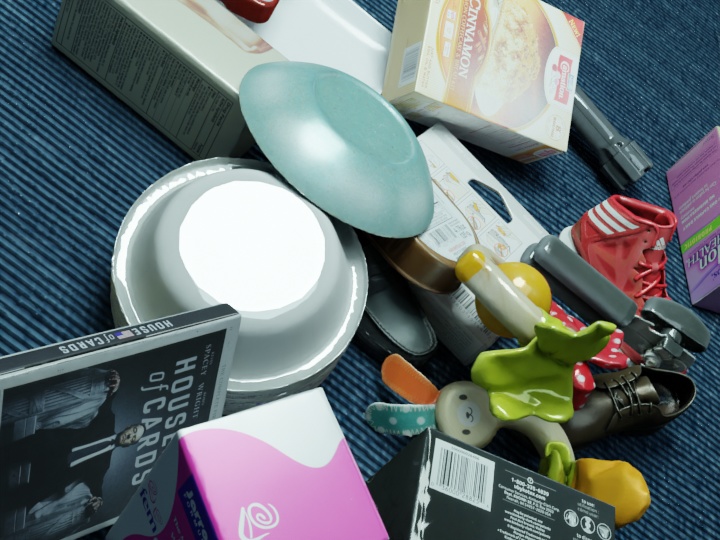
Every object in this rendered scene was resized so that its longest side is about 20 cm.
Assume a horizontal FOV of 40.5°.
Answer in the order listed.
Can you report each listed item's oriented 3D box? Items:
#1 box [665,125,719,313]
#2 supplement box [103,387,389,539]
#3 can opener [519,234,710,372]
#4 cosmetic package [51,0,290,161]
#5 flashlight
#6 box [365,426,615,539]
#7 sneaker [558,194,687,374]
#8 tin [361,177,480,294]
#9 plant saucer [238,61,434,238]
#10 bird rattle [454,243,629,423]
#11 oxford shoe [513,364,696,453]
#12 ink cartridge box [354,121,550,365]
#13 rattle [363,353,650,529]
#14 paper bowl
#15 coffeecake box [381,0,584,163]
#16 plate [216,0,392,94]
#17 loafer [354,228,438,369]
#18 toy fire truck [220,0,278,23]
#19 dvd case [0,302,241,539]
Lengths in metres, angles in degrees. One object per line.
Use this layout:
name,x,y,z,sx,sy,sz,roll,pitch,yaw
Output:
box,0.471,-0.042,1.144,0.175,0.097,0.201,16,51,-19
supplement box,-0.080,0.169,0.615,0.103,0.200,0.102,-11,64,-35
can opener,0.244,0.031,0.943,0.200,0.053,0.067,34,63,-8
cosmetic package,-0.168,-0.195,0.884,0.200,0.103,0.087,40,46,-1
flashlight,0.260,-0.183,1.147,0.068,0.068,0.200,-37,85,-30
box,0.052,0.221,0.654,0.148,0.200,0.125,25,48,-12
sneaker,0.287,0.013,0.987,0.078,0.116,0.201,-20,70,-37
tin,0.029,-0.067,0.873,0.200,0.042,0.112,49,28,8
plant saucer,-0.006,-0.115,0.818,0.200,0.039,0.202,29,34,-22
bird rattle,0.149,0.037,0.803,0.163,0.113,0.200,48,21,10
oxford shoe,0.227,0.119,0.902,0.199,0.084,0.073,-8,67,-29
ink cartridge box,0.088,-0.032,0.954,0.200,0.045,0.176,46,48,6
rattle,0.107,0.139,0.781,0.130,0.143,0.200,-43,93,-5
paper bowl,-0.092,0.003,0.761,0.199,0.104,0.202,6,62,-12
coffeecake box,0.132,-0.220,1.035,0.199,0.073,0.154,16,77,-28
plate,-0.062,-0.234,1.017,0.199,0.032,0.200,39,49,1
loafer,0.000,0.000,0.865,0.068,0.070,0.201,-30,76,-39
toy fire truck,-0.137,-0.335,0.978,0.167,0.112,0.200,27,43,-8
dvd case,-0.170,0.107,0.630,0.025,0.151,0.199,33,31,35
